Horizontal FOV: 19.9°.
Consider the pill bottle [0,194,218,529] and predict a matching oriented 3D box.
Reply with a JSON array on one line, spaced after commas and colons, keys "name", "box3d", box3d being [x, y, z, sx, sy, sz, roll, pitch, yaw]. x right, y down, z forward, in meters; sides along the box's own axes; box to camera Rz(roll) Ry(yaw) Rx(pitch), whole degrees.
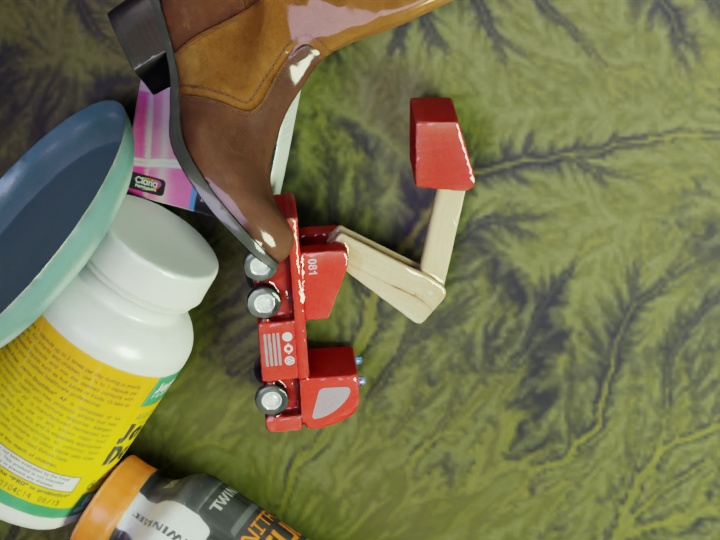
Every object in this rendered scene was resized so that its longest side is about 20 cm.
[{"name": "pill bottle", "box3d": [-0.174, 0.054, 1.272, 0.113, 0.113, 0.200, 36, 112, 4]}]

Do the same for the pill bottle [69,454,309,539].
[{"name": "pill bottle", "box3d": [-0.083, 0.199, 1.290, 0.200, 0.106, 0.106, 33, 109, 5]}]

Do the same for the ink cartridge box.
[{"name": "ink cartridge box", "box3d": [-0.081, -0.132, 1.251, 0.095, 0.037, 0.200, 15, 104, 11]}]

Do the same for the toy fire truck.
[{"name": "toy fire truck", "box3d": [0.000, 0.000, 1.244, 0.141, 0.049, 0.200, -5, 113, -2]}]

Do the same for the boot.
[{"name": "boot", "box3d": [-0.020, -0.120, 1.184, 0.200, 0.068, 0.188, -28, 70, 3]}]

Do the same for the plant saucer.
[{"name": "plant saucer", "box3d": [-0.201, -0.017, 1.234, 0.200, 0.200, 0.027, -40, 115, 19]}]
